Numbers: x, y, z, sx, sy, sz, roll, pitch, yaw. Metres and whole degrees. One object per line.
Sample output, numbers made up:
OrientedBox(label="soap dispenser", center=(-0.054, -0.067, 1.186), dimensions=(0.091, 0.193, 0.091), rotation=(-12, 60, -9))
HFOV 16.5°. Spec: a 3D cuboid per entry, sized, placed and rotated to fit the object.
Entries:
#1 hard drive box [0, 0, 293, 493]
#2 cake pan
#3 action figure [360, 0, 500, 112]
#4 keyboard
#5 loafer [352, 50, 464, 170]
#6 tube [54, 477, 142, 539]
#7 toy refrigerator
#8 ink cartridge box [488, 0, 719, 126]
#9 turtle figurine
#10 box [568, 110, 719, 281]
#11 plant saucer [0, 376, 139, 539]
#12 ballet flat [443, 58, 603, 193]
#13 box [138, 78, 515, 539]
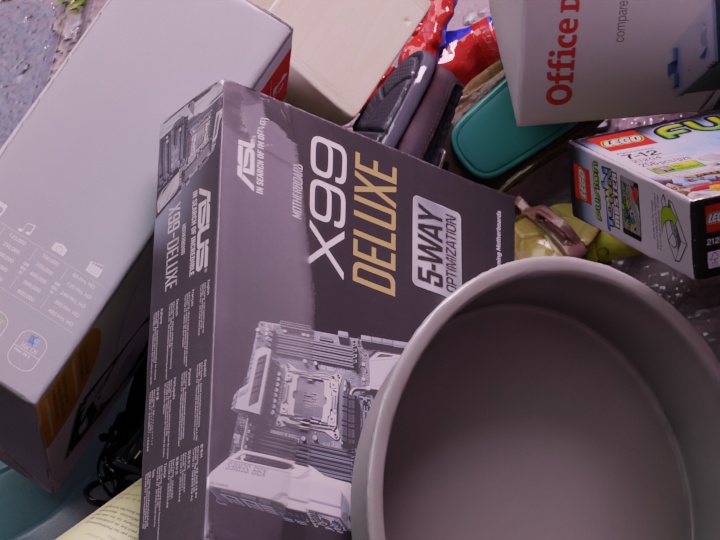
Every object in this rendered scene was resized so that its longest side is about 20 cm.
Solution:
OrientedBox(label="hard drive box", center=(-0.115, -0.020, 1.101), dimensions=(0.076, 0.156, 0.201), rotation=(30, 73, 6))
OrientedBox(label="cake pan", center=(0.075, 0.096, 0.971), dimensions=(0.037, 0.200, 0.201), rotation=(-16, 39, 54))
OrientedBox(label="action figure", center=(0.080, -0.140, 1.257), dimensions=(0.199, 0.065, 0.099), rotation=(-23, 53, 9))
OrientedBox(label="keyboard", center=(-0.076, 0.054, 1.115), dimensions=(0.104, 0.040, 0.200), rotation=(-51, 7, 7))
OrientedBox(label="loafer", center=(0.000, 0.000, 1.126), dimensions=(0.201, 0.063, 0.072), rotation=(-62, 15, -6))
OrientedBox(label="tube", center=(-0.066, 0.099, 1.001), dimensions=(0.058, 0.052, 0.200), rotation=(-26, 7, 40))
OrientedBox(label="toy refrigerator", center=(-0.048, -0.097, 1.227), dimensions=(0.076, 0.070, 0.200), rotation=(-56, 16, -24))
OrientedBox(label="ink cartridge box", center=(0.162, -0.148, 1.113), dimensions=(0.198, 0.147, 0.086), rotation=(-6, 51, -4))
OrientedBox(label="turtle figurine", center=(0.089, -0.009, 1.121), dimensions=(0.161, 0.065, 0.200), rotation=(-32, 16, -16))
OrientedBox(label="box", center=(0.199, -0.044, 1.040), dimensions=(0.199, 0.035, 0.110), rotation=(-12, 20, -20))
OrientedBox(label="plant saucer", center=(-0.175, 0.082, 1.234), dimensions=(0.199, 0.027, 0.201), rotation=(-16, 47, 17))
OrientedBox(label="ballet flat", center=(0.035, -0.048, 1.201), dimensions=(0.199, 0.072, 0.068), rotation=(-36, 88, -9))
OrientedBox(label="box", center=(-0.009, 0.041, 1.003), dimensions=(0.050, 0.157, 0.201), rotation=(-29, 50, 44))
